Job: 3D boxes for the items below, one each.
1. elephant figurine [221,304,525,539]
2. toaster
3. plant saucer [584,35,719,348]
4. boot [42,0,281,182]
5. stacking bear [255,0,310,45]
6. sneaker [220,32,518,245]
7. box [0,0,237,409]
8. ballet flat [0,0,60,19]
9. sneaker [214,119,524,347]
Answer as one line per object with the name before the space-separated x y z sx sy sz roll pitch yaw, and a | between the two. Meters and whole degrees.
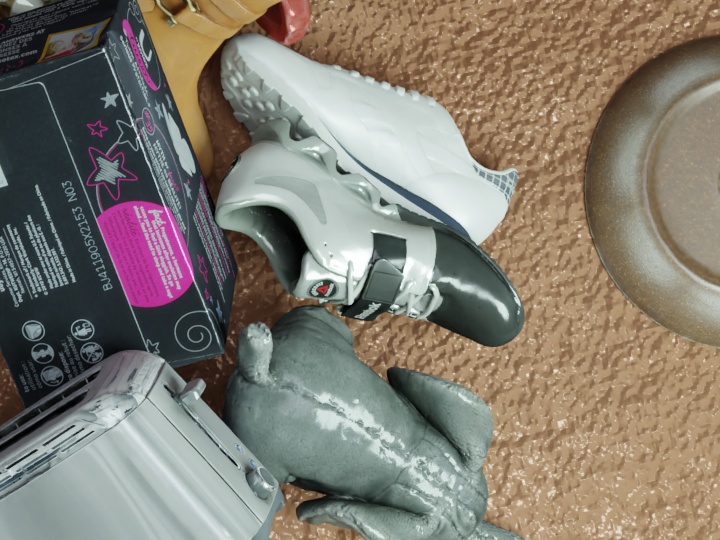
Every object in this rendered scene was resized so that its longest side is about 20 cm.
elephant figurine | 0.019 0.110 1.690 0.200 0.155 0.142 29 116 10
toaster | -0.151 0.137 1.617 0.200 0.114 0.129 -32 101 18
plant saucer | 0.241 -0.051 1.794 0.200 0.037 0.201 1 83 -6
boot | -0.099 -0.142 1.692 0.154 0.074 0.200 -15 114 33
stacking bear | 0.013 -0.236 1.754 0.200 0.114 0.122 -22 124 -20
sneaker | 0.003 -0.085 1.759 0.200 0.076 0.081 39 72 -7
box | -0.165 -0.044 1.657 0.132 0.115 0.200 -15 114 10
ballet flat | -0.212 -0.137 1.737 0.071 0.071 0.200 25 81 -3
sneaker | 0.000 0.000 1.705 0.200 0.074 0.089 32 50 4
